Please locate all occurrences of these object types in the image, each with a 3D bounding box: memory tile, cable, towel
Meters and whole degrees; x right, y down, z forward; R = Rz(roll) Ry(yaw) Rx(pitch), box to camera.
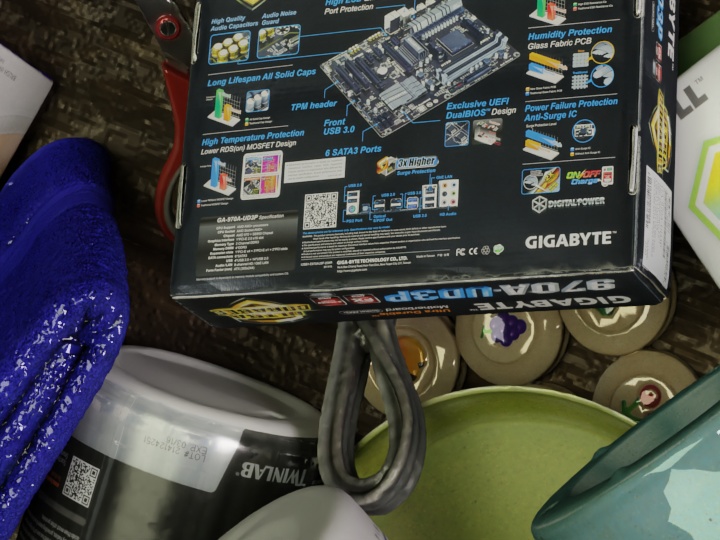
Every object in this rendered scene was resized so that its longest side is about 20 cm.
[{"bbox_3d":[0.070,0.049,1.065,0.152,0.017,0.202,-17,84,23],"label":"memory tile"},{"bbox_3d":[0.000,0.000,1.034,0.096,0.050,0.201,1,60,30],"label":"cable"},{"bbox_3d":[-0.153,0.029,1.073,0.049,0.200,0.148,27,104,-18],"label":"towel"}]

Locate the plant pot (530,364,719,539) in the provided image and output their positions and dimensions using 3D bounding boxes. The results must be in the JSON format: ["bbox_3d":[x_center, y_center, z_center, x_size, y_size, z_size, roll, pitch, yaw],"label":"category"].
[{"bbox_3d":[0.166,0.128,0.905,0.200,0.200,0.189,-37,88,19],"label":"plant pot"}]

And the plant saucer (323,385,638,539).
[{"bbox_3d":[0.071,0.141,1.038,0.198,0.031,0.202,4,104,17],"label":"plant saucer"}]

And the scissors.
[{"bbox_3d":[-0.071,-0.097,1.074,0.073,0.014,0.201,-11,113,6],"label":"scissors"}]

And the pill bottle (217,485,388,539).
[{"bbox_3d":[0.009,0.195,0.983,0.119,0.120,0.200,-35,105,19],"label":"pill bottle"}]

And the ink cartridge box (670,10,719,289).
[{"bbox_3d":[0.173,-0.049,0.995,0.104,0.059,0.201,-37,76,21],"label":"ink cartridge box"}]

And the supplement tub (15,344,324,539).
[{"bbox_3d":[-0.093,0.143,1.079,0.122,0.122,0.202,21,97,22],"label":"supplement tub"}]

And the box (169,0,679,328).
[{"bbox_3d":[0.025,-0.063,1.001,0.198,0.046,0.160,-4,71,23],"label":"box"}]

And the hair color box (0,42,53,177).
[{"bbox_3d":[-0.230,-0.027,1.117,0.065,0.109,0.201,28,87,28],"label":"hair color box"}]
